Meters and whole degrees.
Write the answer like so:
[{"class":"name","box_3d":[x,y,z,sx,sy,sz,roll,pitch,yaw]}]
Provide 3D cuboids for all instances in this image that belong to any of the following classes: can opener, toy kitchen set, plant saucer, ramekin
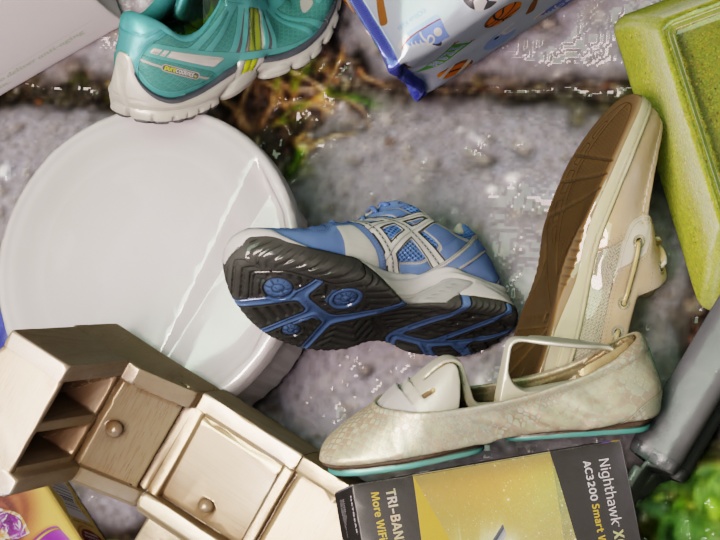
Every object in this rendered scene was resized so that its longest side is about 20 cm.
[{"class":"can opener","box_3d":[0.165,0.093,1.366,0.067,0.053,0.200,30,86,23]},{"class":"toy kitchen set","box_3d":[-0.120,0.151,1.302,0.200,0.180,0.163,31,96,11]},{"class":"plant saucer","box_3d":[0.263,-0.102,1.386,0.199,0.048,0.201,-20,71,14]},{"class":"ramekin","box_3d":[-0.117,0.006,1.465,0.202,0.094,0.203,-5,74,18]}]

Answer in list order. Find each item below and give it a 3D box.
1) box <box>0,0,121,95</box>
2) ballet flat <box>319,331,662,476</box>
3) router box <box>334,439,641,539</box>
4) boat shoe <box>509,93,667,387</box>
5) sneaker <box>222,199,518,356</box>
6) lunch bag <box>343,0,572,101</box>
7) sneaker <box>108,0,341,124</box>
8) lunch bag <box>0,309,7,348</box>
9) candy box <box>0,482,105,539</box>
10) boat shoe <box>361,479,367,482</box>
[{"class":"box","box_3d":[-0.298,-0.214,1.529,0.199,0.200,0.172,-29,67,9]},{"class":"ballet flat","box_3d":[0.071,0.070,1.328,0.199,0.067,0.063,-9,100,-8]},{"class":"router box","box_3d":[0.082,0.204,1.282,0.157,0.052,0.201,-9,82,-14]},{"class":"boat shoe","box_3d":[0.146,-0.005,1.397,0.065,0.072,0.201,21,81,-17]},{"class":"sneaker","box_3d":[0.000,0.000,1.390,0.076,0.200,0.077,-42,50,37]},{"class":"lunch bag","box_3d":[0.046,-0.235,1.455,0.170,0.124,0.200,-33,78,3]},{"class":"sneaker","box_3d":[-0.079,-0.158,1.458,0.077,0.200,0.080,21,128,28]},{"class":"lunch bag","box_3d":[-0.302,0.076,1.498,0.160,0.076,0.201,-11,55,23]},{"class":"candy box","box_3d":[-0.197,0.221,1.459,0.117,0.056,0.200,-39,68,5]},{"class":"boat shoe","box_3d":[0.048,0.184,1.374,0.200,0.071,0.064,30,86,22]}]
